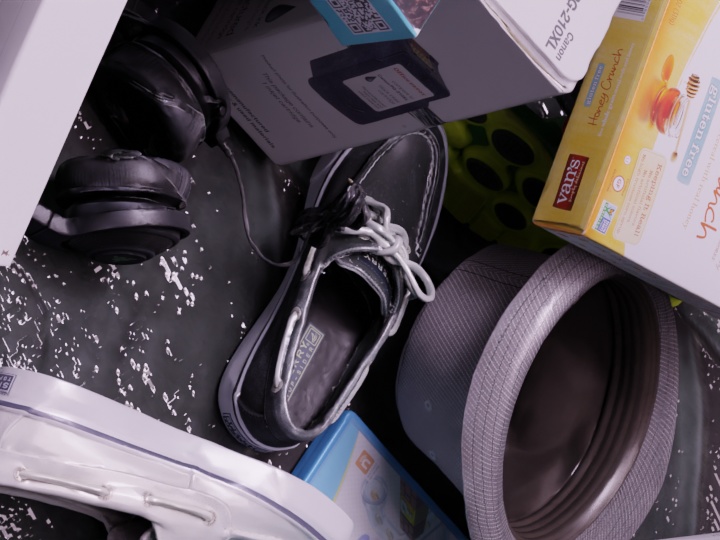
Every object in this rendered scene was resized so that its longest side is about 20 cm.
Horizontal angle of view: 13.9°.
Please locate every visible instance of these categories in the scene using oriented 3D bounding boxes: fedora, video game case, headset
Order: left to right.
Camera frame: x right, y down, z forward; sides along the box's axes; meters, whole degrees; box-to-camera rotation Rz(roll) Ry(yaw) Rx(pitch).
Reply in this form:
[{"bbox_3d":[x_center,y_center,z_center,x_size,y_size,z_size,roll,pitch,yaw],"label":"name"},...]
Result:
[{"bbox_3d":[-0.095,-0.060,1.387,0.200,0.094,0.124,27,68,-22],"label":"headset"},{"bbox_3d":[0.016,0.189,1.498,0.200,0.018,0.143,49,58,-24],"label":"video game case"},{"bbox_3d":[0.081,0.064,1.499,0.177,0.090,0.200,-47,142,-28],"label":"fedora"}]

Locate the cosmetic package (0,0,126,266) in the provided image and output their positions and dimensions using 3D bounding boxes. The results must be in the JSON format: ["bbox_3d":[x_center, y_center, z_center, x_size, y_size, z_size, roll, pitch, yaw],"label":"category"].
[{"bbox_3d":[-0.154,-0.108,1.284,0.051,0.083,0.200,4,117,-51],"label":"cosmetic package"}]

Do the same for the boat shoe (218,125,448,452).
[{"bbox_3d":[-0.002,-0.001,1.463,0.074,0.068,0.199,41,66,-19],"label":"boat shoe"}]

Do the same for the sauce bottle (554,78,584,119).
[{"bbox_3d":[0.095,-0.136,1.507,0.065,0.065,0.200,10,39,-39],"label":"sauce bottle"}]

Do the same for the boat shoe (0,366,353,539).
[{"bbox_3d":[-0.094,0.109,1.382,0.200,0.072,0.066,27,72,-32],"label":"boat shoe"}]

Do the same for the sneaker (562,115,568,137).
[{"bbox_3d":[0.175,-0.026,1.545,0.200,0.078,0.116,43,50,-8],"label":"sneaker"}]

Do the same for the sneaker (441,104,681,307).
[{"bbox_3d":[0.104,-0.050,1.578,0.200,0.074,0.084,36,43,-32],"label":"sneaker"}]

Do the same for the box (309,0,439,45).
[{"bbox_3d":[0.032,-0.201,1.327,0.082,0.049,0.200,50,57,-32],"label":"box"}]

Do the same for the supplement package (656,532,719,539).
[{"bbox_3d":[0.265,0.198,1.638,0.200,0.121,0.120,-1,85,-41],"label":"supplement package"}]

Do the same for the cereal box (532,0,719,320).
[{"bbox_3d":[0.179,-0.055,1.454,0.200,0.040,0.144,24,84,-44],"label":"cereal box"}]

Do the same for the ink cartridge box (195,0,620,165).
[{"bbox_3d":[0.032,-0.143,1.426,0.084,0.200,0.145,47,53,-28],"label":"ink cartridge box"}]
